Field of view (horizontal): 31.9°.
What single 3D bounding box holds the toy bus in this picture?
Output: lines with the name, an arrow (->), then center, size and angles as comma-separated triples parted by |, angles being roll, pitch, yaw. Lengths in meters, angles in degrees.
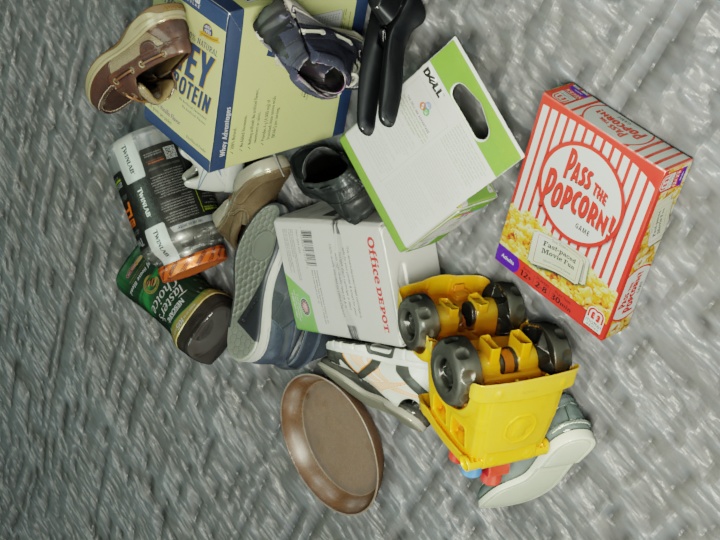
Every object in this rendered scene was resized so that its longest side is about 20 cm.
toy bus -> 0.120, 0.124, 1.330 | 0.200, 0.135, 0.193 | -130, 38, -49

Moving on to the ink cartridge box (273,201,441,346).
ink cartridge box -> 0.000, 0.000, 1.484 | 0.200, 0.084, 0.146 | 6, 112, 50

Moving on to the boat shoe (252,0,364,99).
boat shoe -> -0.030, -0.211, 1.332 | 0.075, 0.200, 0.093 | -42, 62, 21

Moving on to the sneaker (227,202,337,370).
sneaker -> -0.090, 0.026, 1.595 | 0.077, 0.146, 0.203 | 2, 79, 42

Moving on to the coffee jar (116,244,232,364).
coffee jar -> -0.256, 0.042, 1.804 | 0.200, 0.085, 0.104 | 39, 95, 32

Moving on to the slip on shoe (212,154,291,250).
slip on shoe -> -0.135, -0.084, 1.616 | 0.200, 0.076, 0.061 | -40, 70, 54

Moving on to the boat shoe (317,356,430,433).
boat shoe -> 0.027, 0.139, 1.553 | 0.200, 0.057, 0.067 | 25, 161, 47

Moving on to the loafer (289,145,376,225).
loafer -> -0.037, -0.115, 1.453 | 0.071, 0.068, 0.201 | 56, 173, -29

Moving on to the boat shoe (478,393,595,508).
boat shoe -> 0.186, 0.202, 1.378 | 0.200, 0.073, 0.062 | -53, 43, 48

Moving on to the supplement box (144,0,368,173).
supplement box -> -0.119, -0.246, 1.418 | 0.134, 0.199, 0.201 | 39, 134, 33

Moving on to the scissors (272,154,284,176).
scissors -> -0.123, -0.184, 1.543 | 0.200, 0.014, 0.073 | -121, 27, -57

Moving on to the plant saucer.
plant saucer -> -0.033, 0.227, 1.675 | 0.200, 0.034, 0.201 | 26, 126, 41

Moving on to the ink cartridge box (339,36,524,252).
ink cartridge box -> 0.090, -0.132, 1.322 | 0.200, 0.076, 0.148 | -37, 77, 42

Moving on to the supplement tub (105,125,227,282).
supplement tub -> -0.261, -0.093, 1.727 | 0.122, 0.122, 0.201 | -26, 84, 53

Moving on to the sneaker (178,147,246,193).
sneaker -> -0.188, -0.177, 1.605 | 0.075, 0.087, 0.201 | -111, 21, -50

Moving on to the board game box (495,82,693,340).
board game box -> 0.219, -0.056, 1.219 | 0.151, 0.046, 0.201 | 39, 134, 33

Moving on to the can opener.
can opener -> 0.022, -0.225, 1.302 | 0.063, 0.078, 0.201 | -19, 54, 45

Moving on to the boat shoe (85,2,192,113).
boat shoe -> -0.236, -0.210, 1.359 | 0.200, 0.072, 0.072 | -33, 78, 47

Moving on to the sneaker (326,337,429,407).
sneaker -> 0.028, 0.119, 1.471 | 0.200, 0.073, 0.080 | 8, 102, 51
